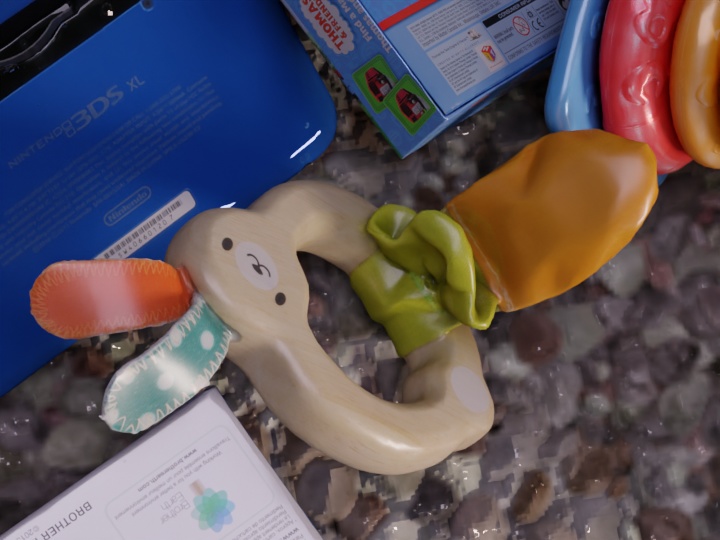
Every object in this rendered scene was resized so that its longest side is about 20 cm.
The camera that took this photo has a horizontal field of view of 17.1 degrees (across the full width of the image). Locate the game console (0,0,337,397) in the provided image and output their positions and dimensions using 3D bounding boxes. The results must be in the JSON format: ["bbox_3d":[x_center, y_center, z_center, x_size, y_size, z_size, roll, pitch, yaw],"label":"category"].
[{"bbox_3d":[-0.141,-0.077,0.971,0.200,0.118,0.171,-38,118,-15],"label":"game console"}]

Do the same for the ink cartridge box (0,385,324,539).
[{"bbox_3d":[-0.056,0.167,0.904,0.136,0.076,0.200,-35,85,-15],"label":"ink cartridge box"}]

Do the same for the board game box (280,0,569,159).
[{"bbox_3d":[0.006,-0.157,0.971,0.200,0.037,0.151,54,43,3],"label":"board game box"}]

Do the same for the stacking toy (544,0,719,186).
[{"bbox_3d":[0.182,-0.078,0.935,0.200,0.116,0.110,14,84,33],"label":"stacking toy"}]

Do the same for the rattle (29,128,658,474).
[{"bbox_3d":[0.000,0.000,0.882,0.200,0.143,0.131,18,63,-44],"label":"rattle"}]
